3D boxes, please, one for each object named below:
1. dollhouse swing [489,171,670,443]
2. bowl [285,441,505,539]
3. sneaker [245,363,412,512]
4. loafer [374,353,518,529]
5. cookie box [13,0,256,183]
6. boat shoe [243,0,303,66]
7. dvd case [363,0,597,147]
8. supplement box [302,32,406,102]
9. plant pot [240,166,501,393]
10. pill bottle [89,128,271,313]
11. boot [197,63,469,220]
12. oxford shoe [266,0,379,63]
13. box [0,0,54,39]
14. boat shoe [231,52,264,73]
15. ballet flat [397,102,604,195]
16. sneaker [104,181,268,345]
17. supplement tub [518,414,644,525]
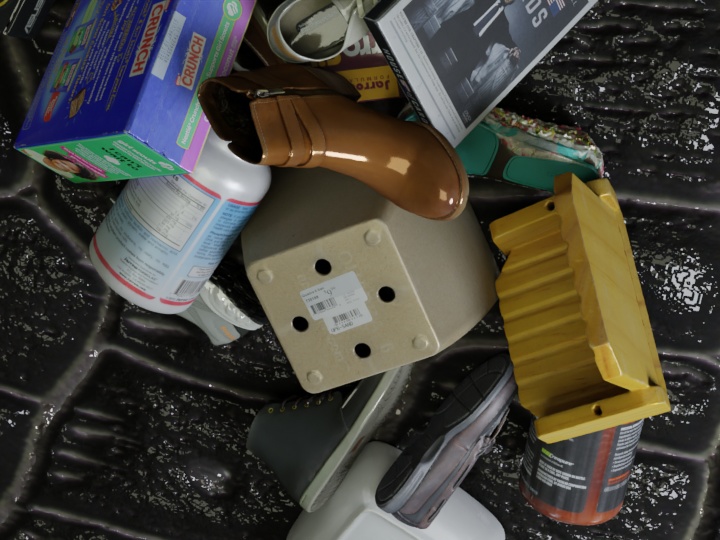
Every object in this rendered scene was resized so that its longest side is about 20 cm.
[{"bbox_3d":[0.160,0.033,1.128,0.181,0.175,0.201,-22,72,35],"label":"dollhouse swing"},{"bbox_3d":[0.032,0.302,1.396,0.199,0.075,0.200,34,114,-6],"label":"bowl"},{"bbox_3d":[-0.036,0.136,1.336,0.106,0.075,0.200,38,103,16],"label":"sneaker"},{"bbox_3d":[0.098,0.172,1.317,0.063,0.072,0.200,39,97,-19],"label":"loafer"},{"bbox_3d":[-0.194,-0.168,1.131,0.075,0.172,0.200,29,163,-36],"label":"cookie box"},{"bbox_3d":[-0.121,-0.258,1.184,0.074,0.076,0.200,-28,99,28],"label":"boat shoe"},{"bbox_3d":[0.104,-0.216,1.085,0.200,0.025,0.150,-46,132,-12],"label":"dvd case"},{"bbox_3d":[-0.001,-0.253,1.148,0.110,0.086,0.201,-5,113,13],"label":"supplement box"},{"bbox_3d":[0.000,0.000,1.210,0.199,0.177,0.201,-19,109,18],"label":"plant pot"},{"bbox_3d":[-0.148,-0.068,1.171,0.109,0.109,0.200,35,111,-5],"label":"pill bottle"},{"bbox_3d":[-0.021,-0.101,1.047,0.200,0.155,0.077,46,121,23],"label":"boot"},{"bbox_3d":[0.010,-0.232,1.072,0.200,0.058,0.075,-34,105,10],"label":"oxford shoe"},{"bbox_3d":[-0.330,-0.323,1.158,0.200,0.049,0.162,38,106,16],"label":"box"},{"bbox_3d":[-0.091,-0.153,1.217,0.199,0.071,0.063,25,105,4],"label":"boat shoe"},{"bbox_3d":[0.123,-0.116,1.178,0.199,0.064,0.076,17,132,-15],"label":"ballet flat"},{"bbox_3d":[-0.182,-0.003,1.304,0.079,0.074,0.200,-37,102,28],"label":"sneaker"},{"bbox_3d":[0.218,0.135,1.265,0.106,0.107,0.201,11,115,6],"label":"supplement tub"}]
